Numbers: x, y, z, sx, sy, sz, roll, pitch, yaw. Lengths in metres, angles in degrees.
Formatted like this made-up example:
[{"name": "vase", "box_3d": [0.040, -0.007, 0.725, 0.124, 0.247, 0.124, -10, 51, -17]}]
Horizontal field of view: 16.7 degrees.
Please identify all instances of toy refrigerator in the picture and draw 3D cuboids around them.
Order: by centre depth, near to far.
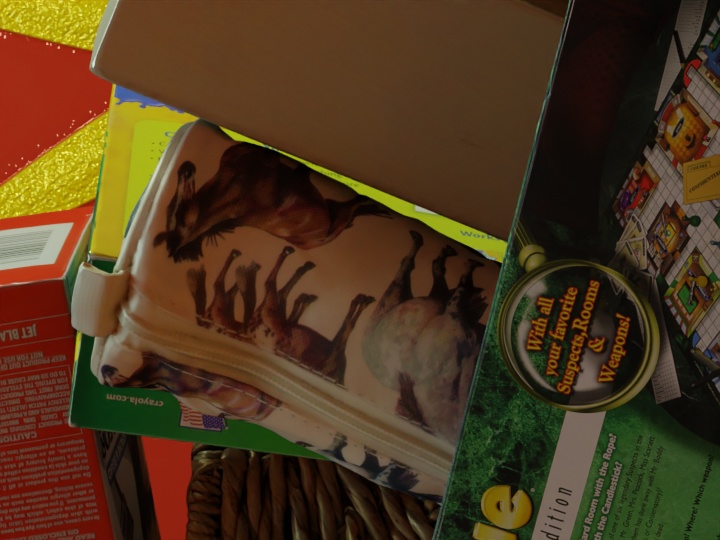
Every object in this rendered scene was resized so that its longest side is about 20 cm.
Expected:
[{"name": "toy refrigerator", "box_3d": [0.029, -0.056, 0.696, 0.076, 0.200, 0.070, -105, 37, -76]}]

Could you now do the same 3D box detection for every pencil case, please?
[{"name": "pencil case", "box_3d": [0.020, 0.031, 0.675, 0.089, 0.200, 0.078, -73, 9, -68]}]

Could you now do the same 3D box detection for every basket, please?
[{"name": "basket", "box_3d": [-0.041, 0.132, 1.012, 0.143, 0.149, 0.200, 60, 172, 11]}]

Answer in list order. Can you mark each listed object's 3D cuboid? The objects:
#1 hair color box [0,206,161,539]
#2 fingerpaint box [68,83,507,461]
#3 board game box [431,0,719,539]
[{"name": "hair color box", "box_3d": [-0.118, 0.087, 0.954, 0.111, 0.064, 0.200, -90, -8, -74]}, {"name": "fingerpaint box", "box_3d": [0.000, 0.000, 0.896, 0.167, 0.200, 0.073, -95, 14, -61]}, {"name": "board game box", "box_3d": [0.081, 0.022, 0.590, 0.023, 0.105, 0.200, -57, -18, -61]}]
